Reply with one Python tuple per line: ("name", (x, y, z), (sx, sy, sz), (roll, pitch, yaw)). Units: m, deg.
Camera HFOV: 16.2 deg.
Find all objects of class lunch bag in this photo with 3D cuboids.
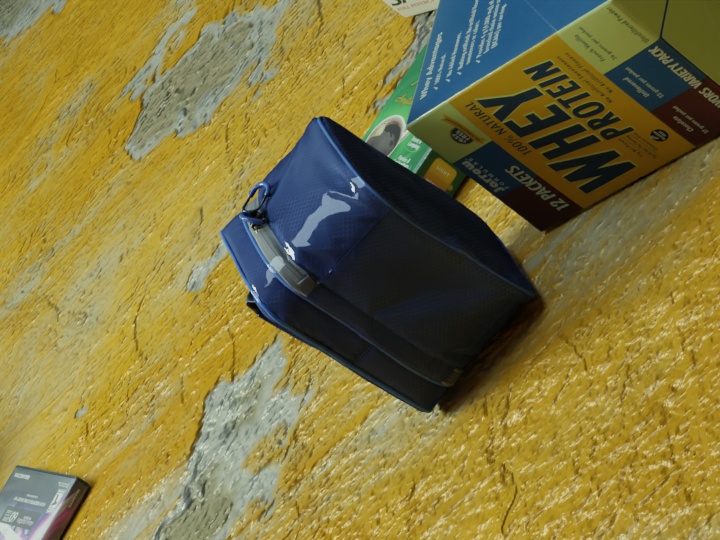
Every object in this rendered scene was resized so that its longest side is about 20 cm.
("lunch bag", (0.000, 0.000, 1.727), (0.132, 0.200, 0.136), (-51, 29, 13))

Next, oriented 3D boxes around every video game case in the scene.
("video game case", (-0.314, 0.261, 2.177), (0.200, 0.019, 0.143), (-60, 25, -15))

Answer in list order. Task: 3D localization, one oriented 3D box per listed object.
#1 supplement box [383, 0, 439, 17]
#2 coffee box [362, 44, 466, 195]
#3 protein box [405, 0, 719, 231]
("supplement box", (0.088, -0.321, 2.141), (0.126, 0.074, 0.200), (-7, 52, 58))
("coffee box", (0.034, -0.077, 1.955), (0.200, 0.044, 0.123), (-57, 25, -5))
("protein box", (0.161, -0.172, 1.737), (0.200, 0.135, 0.199), (-30, 34, 42))
